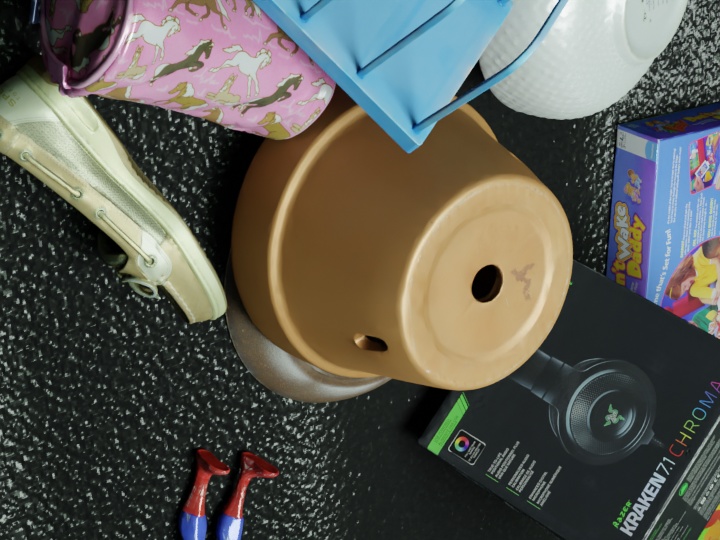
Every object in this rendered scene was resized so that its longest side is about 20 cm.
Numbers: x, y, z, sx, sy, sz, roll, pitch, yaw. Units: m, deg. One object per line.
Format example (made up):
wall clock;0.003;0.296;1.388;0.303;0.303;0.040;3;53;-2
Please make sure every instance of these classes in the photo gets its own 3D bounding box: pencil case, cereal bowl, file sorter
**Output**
pencil case;-0.096;-0.128;1.131;0.199;0.086;0.083;7;75;-53
cereal bowl;0.161;-0.192;1.294;0.200;0.083;0.201;-33;133;-44
file sorter;0.020;-0.200;1.115;0.200;0.123;0.139;43;52;-13

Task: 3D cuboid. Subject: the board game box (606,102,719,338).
board game box;0.252;-0.021;1.498;0.134;0.045;0.201;-13;116;-34

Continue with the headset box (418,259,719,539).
headset box;0.165;0.101;1.386;0.175;0.200;0.093;-56;147;-3

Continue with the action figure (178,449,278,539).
action figure;-0.108;0.222;1.318;0.065;0.052;0.201;5;107;-43

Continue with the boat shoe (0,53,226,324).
boat shoe;-0.152;-0.035;1.162;0.063;0.073;0.201;-41;126;-9

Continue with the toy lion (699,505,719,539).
toy lion;0.313;0.157;1.579;0.199;0.069;0.193;-16;117;-6

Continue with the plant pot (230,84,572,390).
plant pot;0.038;-0.014;1.230;0.199;0.140;0.201;-15;116;-32

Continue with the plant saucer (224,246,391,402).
plant saucer;0.000;0.000;1.320;0.199;0.032;0.201;-17;119;-33
